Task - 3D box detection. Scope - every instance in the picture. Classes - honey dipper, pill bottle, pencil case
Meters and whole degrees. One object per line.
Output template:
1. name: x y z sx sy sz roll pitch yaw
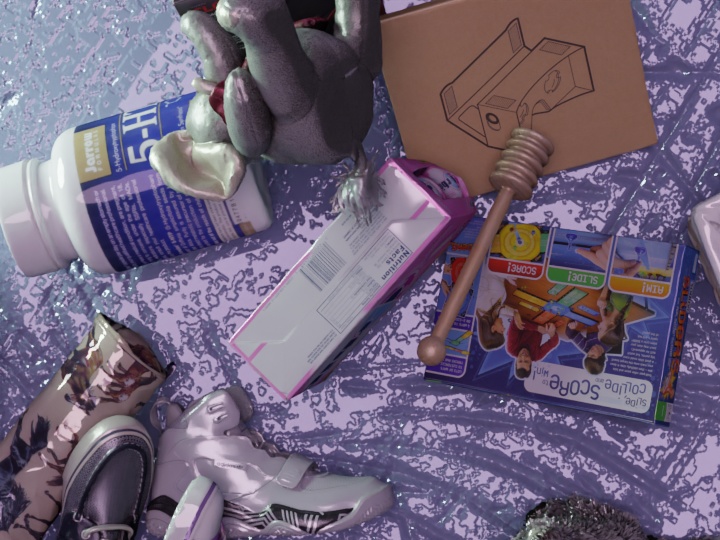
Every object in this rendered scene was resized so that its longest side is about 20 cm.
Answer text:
1. honey dipper: 0.091 -0.017 1.286 0.038 0.038 0.201 26 72 5
2. pill bottle: -0.178 -0.064 1.327 0.199 0.120 0.121 -16 86 3
3. pencil case: -0.233 0.131 1.338 0.078 0.089 0.200 38 93 17

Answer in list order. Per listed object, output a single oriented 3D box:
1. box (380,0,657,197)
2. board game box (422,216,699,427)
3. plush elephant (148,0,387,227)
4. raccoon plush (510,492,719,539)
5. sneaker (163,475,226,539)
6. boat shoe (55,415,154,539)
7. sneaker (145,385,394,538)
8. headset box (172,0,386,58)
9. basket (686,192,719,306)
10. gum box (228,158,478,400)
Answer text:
1. box: 0.122 -0.147 1.323 0.198 0.021 0.164 -16 115 3
2. board game box: 0.151 0.036 1.297 0.199 0.034 0.136 10 87 32
3. plush elephant: -0.069 -0.130 1.203 0.154 0.165 0.201 6 123 35
4. raccoon plush: 0.192 0.213 1.276 0.198 0.134 0.098 -14 85 3
5. sneaker: -0.103 0.253 1.281 0.113 0.073 0.202 15 115 4
6. boat shoe: -0.195 0.217 1.296 0.074 0.093 0.201 5 117 -31
7. sneaker: -0.075 0.148 1.330 0.198 0.075 0.116 -4 89 7
8. headset box: -0.064 -0.220 1.283 0.148 0.200 0.076 -18 70 2
9. basket: 0.359 -0.022 1.284 0.199 0.123 0.136 -23 86 3
10. gum box: 0.000 0.000 1.294 0.066 0.113 0.200 44 103 7
